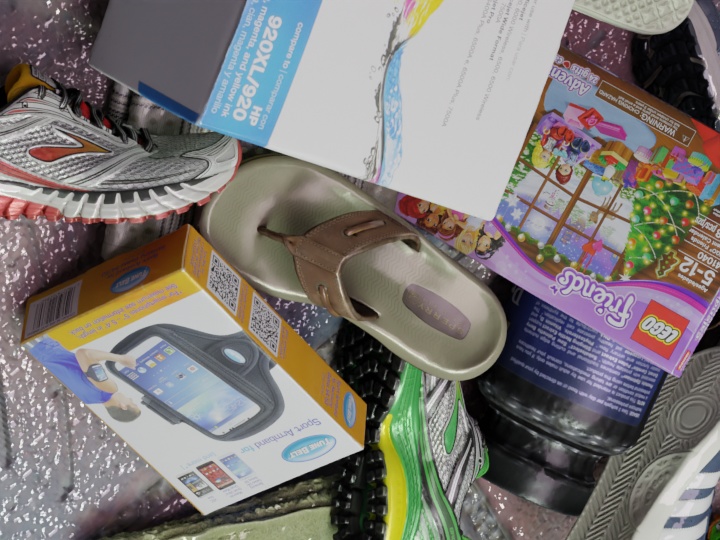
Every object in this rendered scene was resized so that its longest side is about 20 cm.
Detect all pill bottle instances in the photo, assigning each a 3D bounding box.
[{"bbox_3d":[0.139,0.043,1.794,0.111,0.112,0.201,21,96,-35],"label":"pill bottle"}]

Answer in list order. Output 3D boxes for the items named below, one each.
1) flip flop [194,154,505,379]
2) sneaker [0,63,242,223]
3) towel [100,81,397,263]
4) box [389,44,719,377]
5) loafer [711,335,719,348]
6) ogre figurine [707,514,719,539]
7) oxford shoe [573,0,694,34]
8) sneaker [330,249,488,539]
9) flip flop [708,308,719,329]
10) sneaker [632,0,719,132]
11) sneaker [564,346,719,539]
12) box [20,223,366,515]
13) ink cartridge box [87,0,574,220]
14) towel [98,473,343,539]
[{"bbox_3d":[0.000,0.000,1.653,0.199,0.058,0.081,32,87,-15],"label":"flip flop"},{"bbox_3d":[-0.161,-0.068,1.571,0.199,0.078,0.083,1,100,-15],"label":"sneaker"},{"bbox_3d":[-0.056,-0.091,1.672,0.191,0.034,0.201,5,102,-32],"label":"towel"},{"bbox_3d":[0.135,-0.045,1.719,0.137,0.199,0.039,-61,165,2],"label":"box"},{"bbox_3d":[0.244,0.092,1.887,0.201,0.071,0.073,-55,156,-3],"label":"loafer"},{"bbox_3d":[0.264,0.223,1.935,0.199,0.120,0.099,-29,117,-21],"label":"ogre figurine"},{"bbox_3d":[0.107,-0.197,1.722,0.199,0.058,0.076,23,102,-21],"label":"oxford shoe"},{"bbox_3d":[0.034,0.085,1.754,0.085,0.078,0.202,2,96,-31],"label":"sneaker"},{"bbox_3d":[0.212,0.009,1.858,0.081,0.057,0.201,25,92,-36],"label":"flip flop"},{"bbox_3d":[0.239,-0.097,1.810,0.086,0.077,0.201,-30,101,-25],"label":"sneaker"},{"bbox_3d":[0.197,0.144,1.832,0.201,0.075,0.084,-55,131,-9],"label":"sneaker"},{"bbox_3d":[-0.087,0.067,1.668,0.119,0.042,0.200,-24,127,27],"label":"box"},{"bbox_3d":[-0.013,-0.134,1.575,0.199,0.147,0.146,17,97,-33],"label":"ink cartridge box"},{"bbox_3d":[-0.077,0.207,1.769,0.199,0.036,0.149,-14,116,-28],"label":"towel"}]
